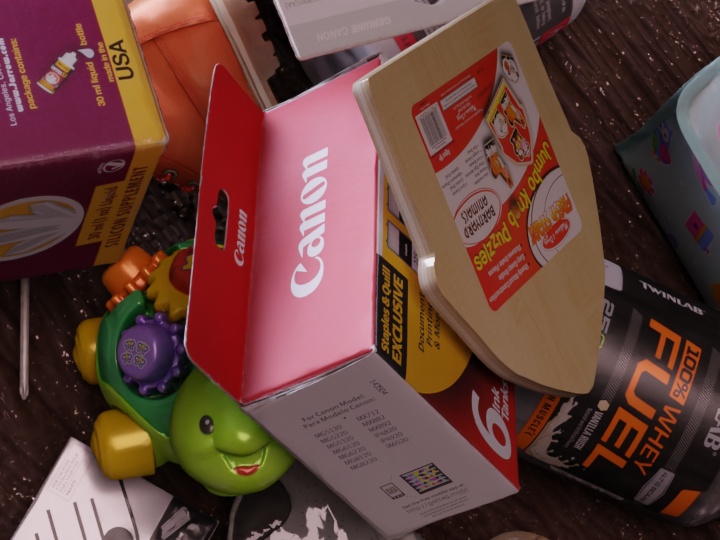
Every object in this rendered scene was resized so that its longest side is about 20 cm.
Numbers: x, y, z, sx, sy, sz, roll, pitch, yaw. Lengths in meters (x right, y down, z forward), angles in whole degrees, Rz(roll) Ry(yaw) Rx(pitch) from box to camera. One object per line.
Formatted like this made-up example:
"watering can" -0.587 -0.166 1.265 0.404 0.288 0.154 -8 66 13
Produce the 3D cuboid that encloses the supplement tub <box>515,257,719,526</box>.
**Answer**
"supplement tub" 0.149 0.066 1.161 0.199 0.123 0.123 24 71 -6

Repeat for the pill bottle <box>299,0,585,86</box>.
"pill bottle" 0.063 -0.170 1.208 0.199 0.111 0.111 -35 86 -19

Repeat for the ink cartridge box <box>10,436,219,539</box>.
"ink cartridge box" -0.164 0.200 1.091 0.093 0.044 0.201 29 71 -3

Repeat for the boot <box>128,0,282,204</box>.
"boot" -0.082 -0.067 1.145 0.107 0.075 0.201 -26 115 -5

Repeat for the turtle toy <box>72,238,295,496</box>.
"turtle toy" -0.075 0.049 1.084 0.144 0.102 0.201 -9 40 -10

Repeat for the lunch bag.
"lunch bag" 0.252 -0.051 1.176 0.121 0.200 0.171 -28 84 -19

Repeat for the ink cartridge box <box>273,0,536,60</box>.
"ink cartridge box" 0.001 -0.204 1.101 0.199 0.043 0.175 -18 85 -36

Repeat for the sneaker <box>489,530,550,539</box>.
"sneaker" 0.131 0.241 1.147 0.070 0.109 0.200 -33 55 -17

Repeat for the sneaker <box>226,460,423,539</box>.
"sneaker" -0.016 0.177 1.126 0.115 0.075 0.201 -23 72 -13

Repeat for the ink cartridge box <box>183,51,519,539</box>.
"ink cartridge box" 0.000 0.000 1.036 0.176 0.083 0.201 44 34 -39

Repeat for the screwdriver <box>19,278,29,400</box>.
"screwdriver" -0.186 -0.029 1.150 0.028 0.029 0.202 2 70 -13

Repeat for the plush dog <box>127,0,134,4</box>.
"plush dog" -0.105 -0.236 1.180 0.200 0.160 0.172 46 47 2

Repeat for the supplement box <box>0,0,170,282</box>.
"supplement box" -0.211 -0.060 1.019 0.198 0.131 0.104 -11 68 -22

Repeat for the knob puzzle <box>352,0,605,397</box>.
"knob puzzle" 0.069 -0.025 1.050 0.219 0.030 0.222 30 52 -48
